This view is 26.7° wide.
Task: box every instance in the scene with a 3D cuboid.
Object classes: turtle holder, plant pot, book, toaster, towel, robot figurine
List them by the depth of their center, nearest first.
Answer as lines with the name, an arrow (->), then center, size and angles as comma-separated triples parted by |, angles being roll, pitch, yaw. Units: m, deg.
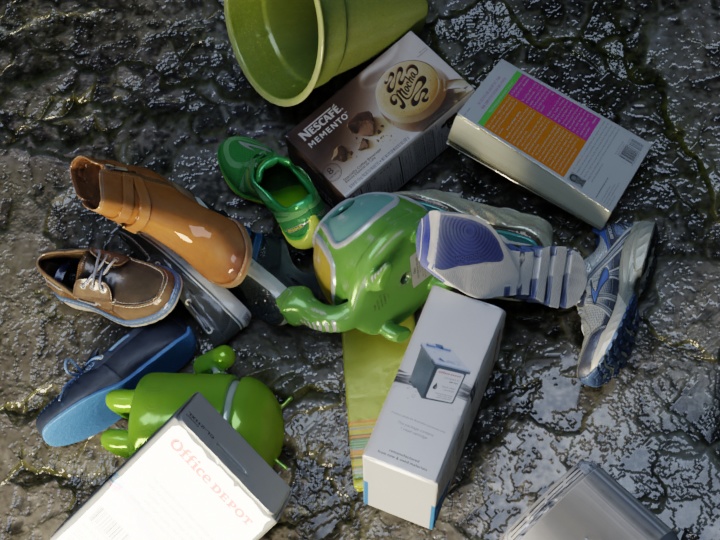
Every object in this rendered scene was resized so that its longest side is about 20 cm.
toaster -> 0.224, 0.282, 1.502 | 0.200, 0.114, 0.129 | -42, 65, -9
robot figurine -> -0.170, 0.168, 1.607 | 0.197, 0.116, 0.178 | 1, 73, 8
turtle holder -> 0.007, 0.001, 1.645 | 0.131, 0.141, 0.187 | 35, 91, 34
towel -> 0.027, 0.138, 1.648 | 0.085, 0.018, 0.203 | -5, 65, 0
book -> 0.213, -0.146, 1.692 | 0.199, 0.048, 0.134 | 31, 51, 9
plant pot -> -0.028, -0.309, 1.753 | 0.188, 0.201, 0.201 | -19, 61, -34

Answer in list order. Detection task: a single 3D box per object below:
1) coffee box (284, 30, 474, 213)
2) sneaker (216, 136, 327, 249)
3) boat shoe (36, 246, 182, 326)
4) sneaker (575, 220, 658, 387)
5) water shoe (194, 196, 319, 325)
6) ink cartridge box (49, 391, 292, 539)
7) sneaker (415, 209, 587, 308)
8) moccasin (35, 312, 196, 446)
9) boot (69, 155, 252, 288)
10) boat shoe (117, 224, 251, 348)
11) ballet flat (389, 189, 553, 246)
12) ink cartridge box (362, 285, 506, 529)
coffee box -> 0.024, -0.162, 1.744 | 0.199, 0.080, 0.113 | -40, 67, -11
sneaker -> -0.097, -0.106, 1.723 | 0.074, 0.084, 0.200 | -32, 48, -19
boat shoe -> -0.284, 0.014, 1.676 | 0.198, 0.072, 0.073 | 2, 66, 37
sneaker -> 0.259, 0.034, 1.637 | 0.084, 0.077, 0.202 | 11, 61, 23
water shoe -> -0.126, -0.016, 1.721 | 0.078, 0.072, 0.200 | -26, 60, -35
ink cartridge box -> -0.187, 0.246, 1.524 | 0.200, 0.083, 0.146 | -43, 93, 17
sneaker -> 0.129, -0.003, 1.602 | 0.197, 0.115, 0.082 | 15, 83, -30
moccasin -> -0.274, 0.118, 1.675 | 0.199, 0.081, 0.068 | -33, 58, -19
boot -> -0.216, -0.053, 1.621 | 0.199, 0.154, 0.074 | 36, 101, 43
boat shoe -> -0.210, 0.009, 1.711 | 0.199, 0.069, 0.057 | 39, 77, 19
ballet flat -> 0.121, -0.053, 1.703 | 0.198, 0.068, 0.063 | 18, 40, 12
ink cartridge box -> 0.075, 0.141, 1.554 | 0.085, 0.147, 0.202 | 18, 64, 9
